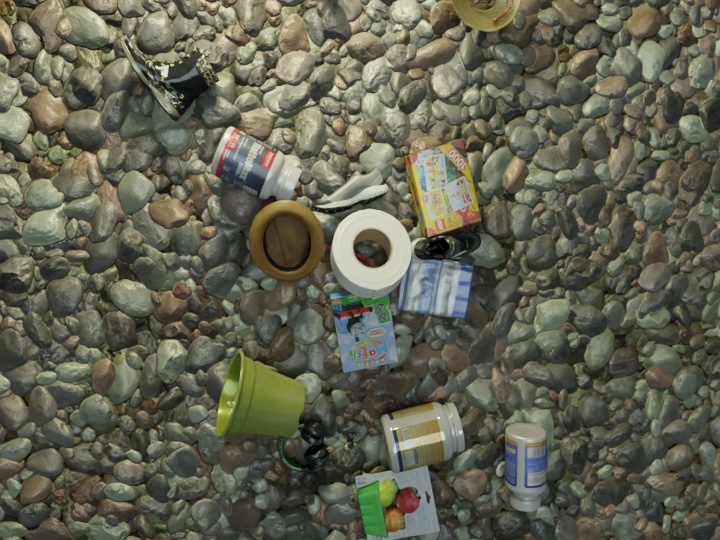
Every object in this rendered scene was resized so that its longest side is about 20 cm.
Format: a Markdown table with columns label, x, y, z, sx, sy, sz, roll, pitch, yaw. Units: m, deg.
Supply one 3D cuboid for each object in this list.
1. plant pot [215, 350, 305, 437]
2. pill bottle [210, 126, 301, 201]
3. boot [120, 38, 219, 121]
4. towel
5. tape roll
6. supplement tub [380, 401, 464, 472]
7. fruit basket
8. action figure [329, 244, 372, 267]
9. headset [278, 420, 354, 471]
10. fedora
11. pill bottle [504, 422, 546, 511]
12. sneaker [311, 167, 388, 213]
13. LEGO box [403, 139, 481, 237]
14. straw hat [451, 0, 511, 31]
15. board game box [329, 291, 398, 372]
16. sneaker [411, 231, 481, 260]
| label | x | y | z | sx | sy | sz | roll | pitch | yaw |
| --- | --- | --- | --- | --- | --- | --- | --- | --- | --- |
| plant pot | -0.237 | 0.320 | 1.467 | 0.179 | 0.200 | 0.207 | 17 | 95 | -20 |
| pill bottle | -0.243 | -0.241 | 1.422 | 0.195 | 0.120 | 0.123 | 25 | 94 | -9 |
| boot | -0.440 | -0.476 | 1.396 | 0.152 | 0.073 | 0.206 | -38 | 104 | -4 |
| towel | 0.194 | 0.042 | 1.557 | 0.193 | 0.024 | 0.153 | 9 | 96 | -8 |
| tape roll | 0.025 | -0.040 | 1.461 | 0.195 | 0.071 | 0.210 | 3 | 69 | -8 |
| supplement tub | 0.157 | 0.422 | 1.536 | 0.193 | 0.144 | 0.150 | -12 | 98 | -5 |
| fruit basket | 0.095 | 0.606 | 1.569 | 0.193 | 0.094 | 0.192 | -13 | 98 | 0 |
| action figure | 0.000 | 0.000 | 1.518 | 0.198 | 0.052 | 0.066 | 38 | 97 | -8 |
| headset | -0.113 | 0.448 | 1.532 | 0.192 | 0.094 | 0.128 | -8 | 98 | -6 |
| fedora | -0.178 | -0.078 | 1.458 | 0.193 | 0.082 | 0.208 | -2 | 113 | -6 |
| pill bottle | 0.439 | 0.523 | 1.599 | 0.108 | 0.112 | 0.208 | -2 | 98 | -6 |
| sneaker | -0.030 | -0.194 | 1.483 | 0.194 | 0.074 | 0.082 | -20 | 90 | -10 |
| LEGO box | 0.204 | -0.205 | 1.501 | 0.144 | 0.077 | 0.207 | -16 | 98 | -5 |
| straw hat | 0.285 | -0.675 | 1.452 | 0.194 | 0.085 | 0.209 | -5 | 106 | -16 |
| board game box | 0.011 | 0.147 | 1.520 | 0.146 | 0.037 | 0.207 | -10 | 109 | -2 |
| sneaker | 0.225 | -0.058 | 1.505 | 0.193 | 0.090 | 0.069 | -8 | 95 | -17 |
